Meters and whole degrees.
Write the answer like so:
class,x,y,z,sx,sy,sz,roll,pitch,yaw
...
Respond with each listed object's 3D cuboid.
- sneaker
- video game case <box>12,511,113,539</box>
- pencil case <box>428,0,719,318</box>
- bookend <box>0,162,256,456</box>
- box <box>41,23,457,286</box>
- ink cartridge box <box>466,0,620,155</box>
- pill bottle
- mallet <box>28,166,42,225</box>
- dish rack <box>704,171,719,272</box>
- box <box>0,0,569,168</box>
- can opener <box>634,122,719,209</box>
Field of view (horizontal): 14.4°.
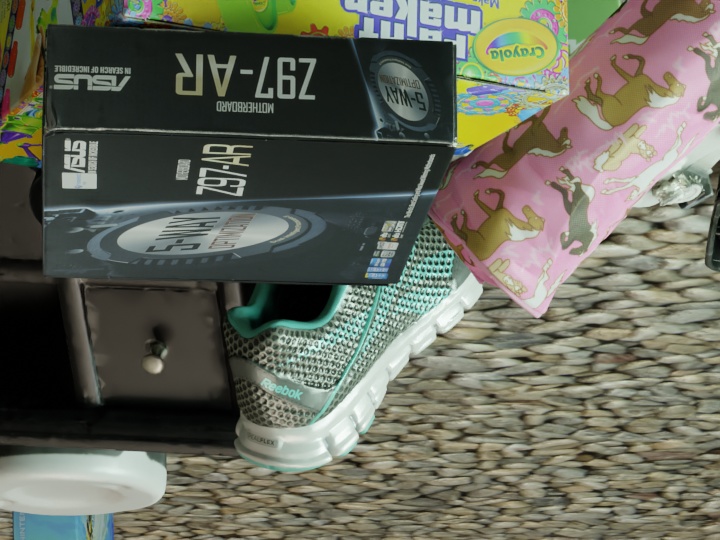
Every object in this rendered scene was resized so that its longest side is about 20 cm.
class,x,y,z,sx,sy,sz,roll,pitch,yaw
sneaker,0.000,0.000,1.343,0.077,0.200,0.091,10,137,30
video game case,-0.193,0.099,1.846,0.045,0.201,0.181,-4,165,3
pencil case,0.115,-0.071,1.251,0.200,0.083,0.086,-46,141,5
bookend,-0.128,-0.018,1.387,0.199,0.092,0.200,3,122,13
box,-0.051,-0.043,1.164,0.159,0.044,0.200,2,163,-7
ink cartridge box,0.072,-0.096,1.393,0.103,0.060,0.200,0,165,-1
pill bottle,-0.163,0.029,1.589,0.114,0.201,0.114,0,164,0
mallet,-0.194,-0.075,1.305,0.199,0.066,0.041,23,125,10
dish rack,0.294,-0.045,1.589,0.199,0.055,0.153,-1,165,4
box,-0.044,-0.116,1.208,0.199,0.123,0.192,9,163,-26
can opener,0.200,-0.086,1.407,0.200,0.067,0.053,-27,155,28
